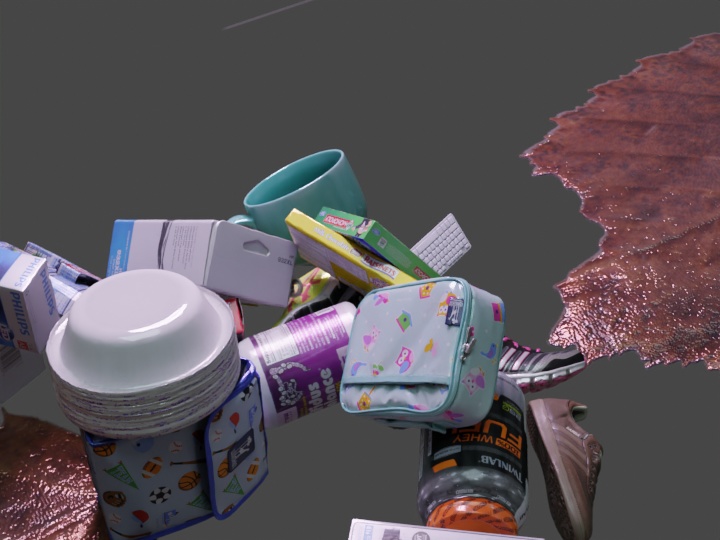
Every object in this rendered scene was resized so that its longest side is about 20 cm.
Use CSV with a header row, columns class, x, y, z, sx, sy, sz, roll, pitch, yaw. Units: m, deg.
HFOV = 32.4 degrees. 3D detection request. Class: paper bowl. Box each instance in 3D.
class,x,y,z,sx,sy,sz,roll,pitch,yaw
paper bowl,-0.229,0.074,1.301,0.198,0.105,0.201,-4,32,2

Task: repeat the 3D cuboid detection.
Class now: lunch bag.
class,x,y,z,sx,sy,sz,roll,pitch,yaw
lunch bag,-0.199,0.193,1.363,0.198,0.172,0.124,-16,39,-18
lunch bag,0.065,0.096,1.354,0.199,0.077,0.162,-9,61,50

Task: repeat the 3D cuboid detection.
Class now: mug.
class,x,y,z,sx,sy,sz,roll,pitch,yaw
mug,-0.080,-0.072,1.685,0.183,0.115,0.152,-19,21,24

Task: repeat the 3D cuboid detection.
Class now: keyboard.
class,x,y,z,sx,sy,sz,roll,pitch,yaw
keyboard,0.078,-0.002,1.658,0.011,0.057,0.200,-9,26,50

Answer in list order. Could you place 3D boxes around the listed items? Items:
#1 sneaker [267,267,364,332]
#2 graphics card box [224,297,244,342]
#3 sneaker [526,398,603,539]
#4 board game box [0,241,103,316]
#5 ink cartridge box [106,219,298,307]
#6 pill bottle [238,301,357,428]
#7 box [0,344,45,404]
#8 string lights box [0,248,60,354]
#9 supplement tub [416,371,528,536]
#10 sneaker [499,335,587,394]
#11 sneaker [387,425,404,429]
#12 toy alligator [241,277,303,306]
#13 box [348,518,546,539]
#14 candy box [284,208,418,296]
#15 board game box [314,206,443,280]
class,x,y,z,sx,sy,sz,roll,pitch,yaw
sneaker,-0.066,0.053,1.596,0.090,0.079,0.200,8,41,45
graphics card box,-0.240,0.095,1.505,0.197,0.126,0.051,-10,69,-11
sneaker,0.243,0.217,1.391,0.075,0.071,0.201,-5,43,-5
board game box,-0.351,0.032,1.562,0.198,0.200,0.062,26,84,13
ink cartridge box,-0.199,-0.010,1.549,0.199,0.085,0.144,2,-10,44
pill bottle,-0.084,0.121,1.476,0.198,0.113,0.113,-21,44,-10
box,-0.506,0.066,1.552,0.199,0.125,0.097,26,49,28
string lights box,-0.453,0.020,1.431,0.198,0.104,0.059,12,44,14
supplement tub,0.124,0.215,1.361,0.121,0.123,0.201,1,42,4
sneaker,0.173,0.104,1.498,0.197,0.074,0.089,-8,75,0
sneaker,0.061,0.109,1.524,0.086,0.075,0.201,6,46,-11
toy alligator,-0.131,0.018,1.621,0.198,0.060,0.054,7,-2,42
box,0.085,0.319,1.252,0.197,0.118,0.060,5,42,7
candy box,0.000,0.000,1.508,0.199,0.102,0.027,31,71,20
board game box,0.045,-0.004,1.534,0.029,0.200,0.134,-55,29,-8
